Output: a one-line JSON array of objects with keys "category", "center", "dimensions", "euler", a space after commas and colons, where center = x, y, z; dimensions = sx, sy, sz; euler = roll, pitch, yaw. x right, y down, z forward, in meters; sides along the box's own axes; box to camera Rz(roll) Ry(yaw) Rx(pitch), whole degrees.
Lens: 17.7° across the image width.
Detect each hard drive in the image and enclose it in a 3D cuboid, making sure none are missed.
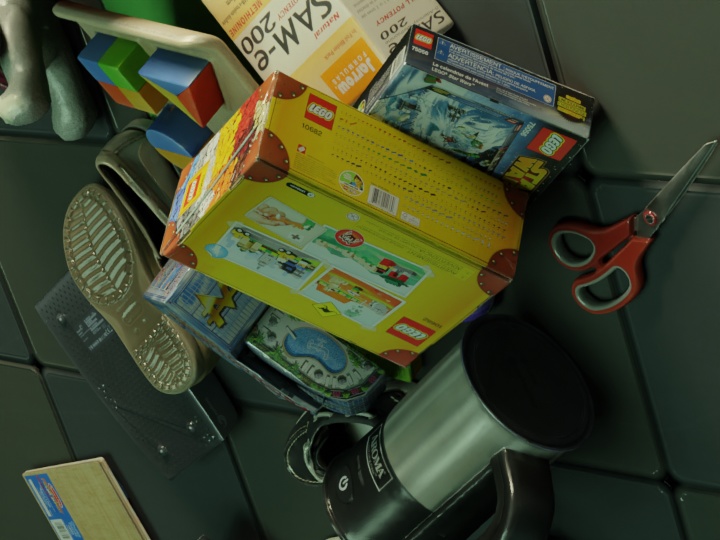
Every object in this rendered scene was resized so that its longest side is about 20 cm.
[{"category": "hard drive", "center": [-0.195, 0.081, 2.034], "dimensions": [0.200, 0.042, 0.135], "euler": [52, 144, 1]}]

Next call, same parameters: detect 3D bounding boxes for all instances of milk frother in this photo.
[{"category": "milk frother", "center": [0.112, 0.157, 1.707], "dimensions": [0.188, 0.200, 0.181], "euler": [-46, 58, 38]}]

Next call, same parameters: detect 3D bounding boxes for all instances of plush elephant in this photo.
[{"category": "plush elephant", "center": [-0.325, -0.183, 1.856], "dimensions": [0.155, 0.165, 0.200], "euler": [-16, 92, 10]}]

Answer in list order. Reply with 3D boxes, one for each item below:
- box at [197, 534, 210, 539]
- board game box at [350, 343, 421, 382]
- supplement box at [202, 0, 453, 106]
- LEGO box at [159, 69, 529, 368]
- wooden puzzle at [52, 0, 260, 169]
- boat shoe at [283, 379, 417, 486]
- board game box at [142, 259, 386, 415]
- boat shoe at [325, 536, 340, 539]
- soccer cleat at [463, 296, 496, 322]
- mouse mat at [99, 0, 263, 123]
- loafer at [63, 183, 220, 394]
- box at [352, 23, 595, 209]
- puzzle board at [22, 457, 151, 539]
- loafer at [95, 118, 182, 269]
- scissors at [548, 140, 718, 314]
[{"category": "box", "center": [-0.118, 0.375, 2.089], "dimensions": [0.197, 0.124, 0.200], "euler": [39, 150, 11]}, {"category": "board game box", "center": [-0.048, 0.023, 1.814], "dimensions": [0.200, 0.030, 0.096], "euler": [11, 128, 25]}, {"category": "supplement box", "center": [-0.046, -0.207, 1.614], "dimensions": [0.200, 0.074, 0.126], "euler": [52, 144, 1]}, {"category": "LEGO box", "center": [-0.011, -0.030, 1.567], "dimensions": [0.200, 0.077, 0.149], "euler": [26, 144, -19]}, {"category": "wooden puzzle", "center": [-0.123, -0.117, 1.706], "dimensions": [0.185, 0.046, 0.200], "euler": [18, 160, 47]}, {"category": "boat shoe", "center": [-0.012, 0.142, 1.871], "dimensions": [0.200, 0.060, 0.074], "euler": [-21, 103, 52]}, {"category": "board game box", "center": [-0.077, 0.043, 1.710], "dimensions": [0.200, 0.062, 0.200], "euler": [36, 175, 6]}, {"category": "boat shoe", "center": [-0.007, 0.271, 1.968], "dimensions": [0.075, 0.062, 0.200], "euler": [54, 145, -10]}, {"category": "soccer cleat", "center": [0.000, 0.000, 1.700], "dimensions": [0.200, 0.073, 0.068], "euler": [21, 119, 12]}, {"category": "mouse mat", "center": [-0.125, -0.179, 1.779], "dimensions": [0.200, 0.008, 0.161], "euler": [1, 120, 46]}, {"category": "loafer", "center": [-0.182, 0.016, 1.947], "dimensions": [0.076, 0.068, 0.200], "euler": [-38, 73, 28]}, {"category": "box", "center": [0.054, -0.077, 1.585], "dimensions": [0.137, 0.040, 0.200], "euler": [22, 145, -14]}, {"category": "puzzle board", "center": [-0.242, 0.274, 2.265], "dimensions": [0.151, 0.017, 0.200], "euler": [-14, 108, 52]}, {"category": "loafer", "center": [-0.152, -0.025, 1.882], "dimensions": [0.072, 0.063, 0.200], "euler": [-13, 111, 47]}, {"category": "scissors", "center": [0.196, -0.026, 1.554], "dimensions": [0.073, 0.014, 0.200], "euler": [57, 142, -1]}]
